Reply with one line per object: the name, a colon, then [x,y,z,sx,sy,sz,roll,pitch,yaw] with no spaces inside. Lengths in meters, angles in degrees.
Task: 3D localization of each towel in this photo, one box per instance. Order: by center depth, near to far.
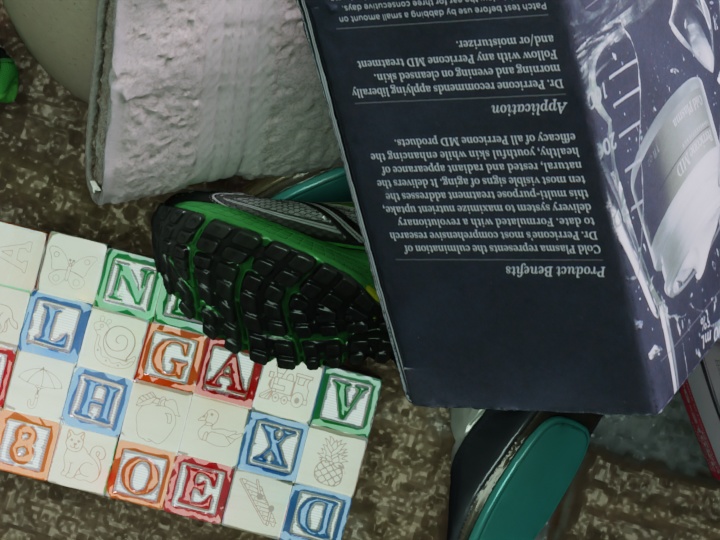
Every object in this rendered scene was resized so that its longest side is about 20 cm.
towel: [-0.047,-0.116,0.936,0.132,0.035,0.200,-10,132,-23]

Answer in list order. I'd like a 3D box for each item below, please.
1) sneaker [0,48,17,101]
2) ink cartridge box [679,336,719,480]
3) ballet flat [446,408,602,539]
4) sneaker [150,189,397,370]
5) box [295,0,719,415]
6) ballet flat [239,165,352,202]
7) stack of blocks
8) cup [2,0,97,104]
sneaker: [-0.237,-0.038,1.039,0.085,0.078,0.200,33,89,-1]
ink cartridge box: [0.230,0.044,0.992,0.144,0.200,0.085,-20,90,0]
ballet flat: [0.089,0.057,1.062,0.073,0.073,0.200,34,93,-1]
sneaker: [0.000,0.000,1.019,0.199,0.078,0.085,14,45,-9]
box: [0.090,-0.074,0.911,0.124,0.200,0.197,2,118,32]
ballet flat: [0.024,-0.077,1.062,0.200,0.068,0.072,-20,71,0]
stack of blocks: [-0.093,0.054,1.058,0.199,0.059,0.115,15,90,-1]
cup: [-0.086,-0.178,1.001,0.200,0.143,0.201,-1,81,4]
